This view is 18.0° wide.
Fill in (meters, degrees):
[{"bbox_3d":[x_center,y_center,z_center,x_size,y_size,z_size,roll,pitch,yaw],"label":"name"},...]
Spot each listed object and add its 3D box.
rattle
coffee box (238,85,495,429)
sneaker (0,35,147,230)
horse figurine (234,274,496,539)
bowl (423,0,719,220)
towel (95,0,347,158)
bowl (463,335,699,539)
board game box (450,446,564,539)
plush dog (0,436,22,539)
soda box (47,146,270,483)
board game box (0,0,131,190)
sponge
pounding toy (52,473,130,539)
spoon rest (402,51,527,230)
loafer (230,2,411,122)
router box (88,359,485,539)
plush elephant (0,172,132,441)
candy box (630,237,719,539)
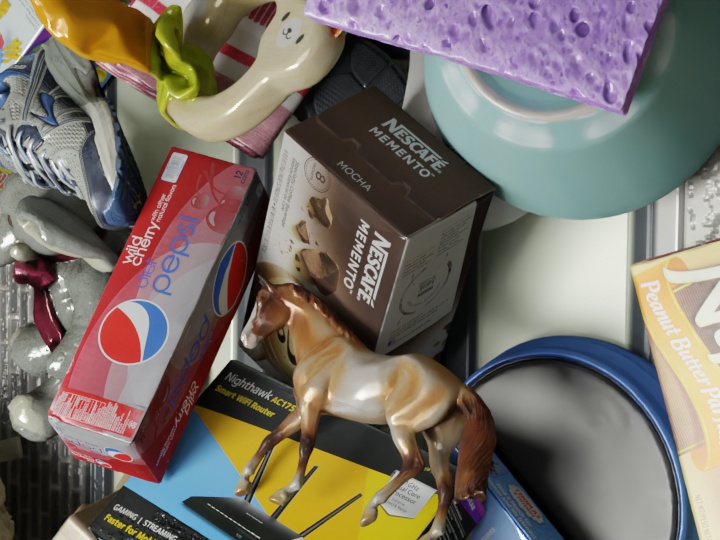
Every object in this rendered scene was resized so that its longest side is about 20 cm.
[{"bbox_3d":[-0.075,-0.164,1.369,0.200,0.130,0.143,-6,133,49],"label":"rattle"},{"bbox_3d":[0.000,0.000,1.432,0.113,0.080,0.200,43,141,24],"label":"coffee box"},{"bbox_3d":[-0.196,-0.079,1.486,0.200,0.085,0.077,-120,9,-52],"label":"sneaker"},{"bbox_3d":[0.005,0.088,1.350,0.200,0.050,0.133,13,74,30],"label":"horse figurine"},{"bbox_3d":[0.121,-0.136,1.337,0.201,0.105,0.201,-2,83,17],"label":"bowl"},{"bbox_3d":[-0.068,-0.187,1.490,0.144,0.023,0.200,30,82,21],"label":"towel"},{"bbox_3d":[0.127,0.142,1.424,0.201,0.039,0.201,2,94,34],"label":"bowl"},{"bbox_3d":[0.082,0.224,1.412,0.200,0.037,0.151,51,122,22],"label":"board game box"},{"bbox_3d":[-0.296,0.185,1.609,0.160,0.200,0.172,-51,39,14],"label":"plush dog"},{"bbox_3d":[-0.122,0.027,1.426,0.063,0.070,0.200,16,67,18],"label":"soda box"},{"bbox_3d":[-0.253,-0.155,1.626,0.200,0.103,0.105,-49,64,26],"label":"board game box"},{"bbox_3d":[0.077,-0.168,1.283,0.200,0.030,0.112,19,89,17],"label":"sponge"},{"bbox_3d":[-0.158,0.199,1.550,0.142,0.184,0.200,43,115,12],"label":"pounding toy"},{"bbox_3d":[0.059,-0.122,1.442,0.099,0.061,0.200,-17,84,0],"label":"spoon rest"},{"bbox_3d":[-0.020,-0.124,1.507,0.072,0.063,0.200,-44,70,-6],"label":"loafer"},{"bbox_3d":[-0.047,0.154,1.398,0.200,0.051,0.149,23,62,35],"label":"router box"},{"bbox_3d":[-0.208,-0.008,1.564,0.200,0.165,0.155,-38,111,13],"label":"plush elephant"},{"bbox_3d":[0.242,0.077,1.332,0.115,0.055,0.200,-17,82,34],"label":"candy box"}]
